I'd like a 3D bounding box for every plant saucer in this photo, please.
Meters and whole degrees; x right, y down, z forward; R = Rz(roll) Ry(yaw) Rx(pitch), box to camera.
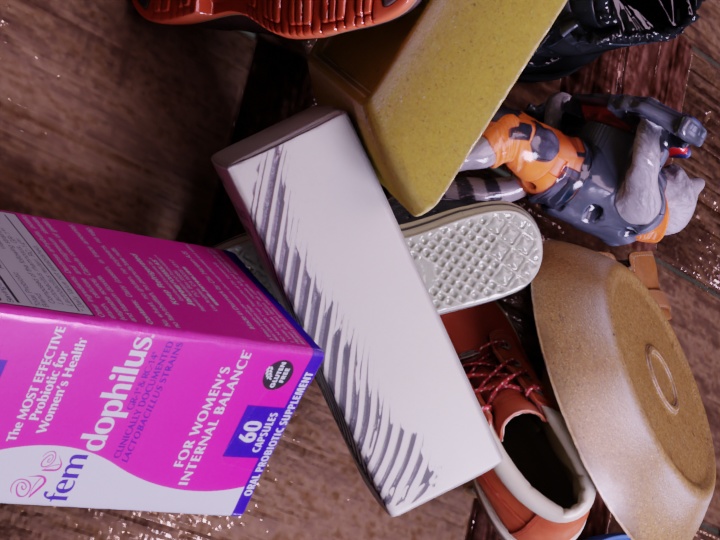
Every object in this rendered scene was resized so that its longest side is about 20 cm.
[{"bbox_3d":[0.161,0.069,1.026,0.200,0.035,0.200,48,29,-38],"label":"plant saucer"},{"bbox_3d":[0.042,-0.143,0.894,0.048,0.200,0.200,30,97,-21],"label":"plant saucer"}]

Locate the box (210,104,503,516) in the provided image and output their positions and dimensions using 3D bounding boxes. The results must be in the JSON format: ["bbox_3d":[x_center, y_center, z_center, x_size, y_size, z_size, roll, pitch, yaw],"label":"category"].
[{"bbox_3d":[-0.002,0.019,0.907,0.068,0.082,0.200,-27,100,-6],"label":"box"}]

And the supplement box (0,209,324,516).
[{"bbox_3d":[-0.134,0.043,0.826,0.200,0.103,0.101,10,115,-41],"label":"supplement box"}]

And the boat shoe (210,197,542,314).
[{"bbox_3d":[0.000,0.000,0.977,0.200,0.062,0.075,-11,101,-11],"label":"boat shoe"}]

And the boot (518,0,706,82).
[{"bbox_3d":[0.140,-0.160,1.081,0.198,0.162,0.073,-15,95,-44],"label":"boot"}]

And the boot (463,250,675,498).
[{"bbox_3d":[0.135,0.064,1.124,0.200,0.077,0.155,-5,83,-33],"label":"boot"}]

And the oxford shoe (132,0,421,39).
[{"bbox_3d":[-0.030,-0.151,0.895,0.073,0.200,0.071,5,96,-45],"label":"oxford shoe"}]

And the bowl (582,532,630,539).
[{"bbox_3d":[0.156,0.271,1.148,0.201,0.039,0.201,4,84,-43],"label":"bowl"}]

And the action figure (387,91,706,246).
[{"bbox_3d":[0.112,-0.062,1.067,0.193,0.200,0.105,15,91,-12],"label":"action figure"}]

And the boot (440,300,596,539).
[{"bbox_3d":[0.073,0.064,1.005,0.075,0.107,0.200,-29,78,-8],"label":"boot"}]
